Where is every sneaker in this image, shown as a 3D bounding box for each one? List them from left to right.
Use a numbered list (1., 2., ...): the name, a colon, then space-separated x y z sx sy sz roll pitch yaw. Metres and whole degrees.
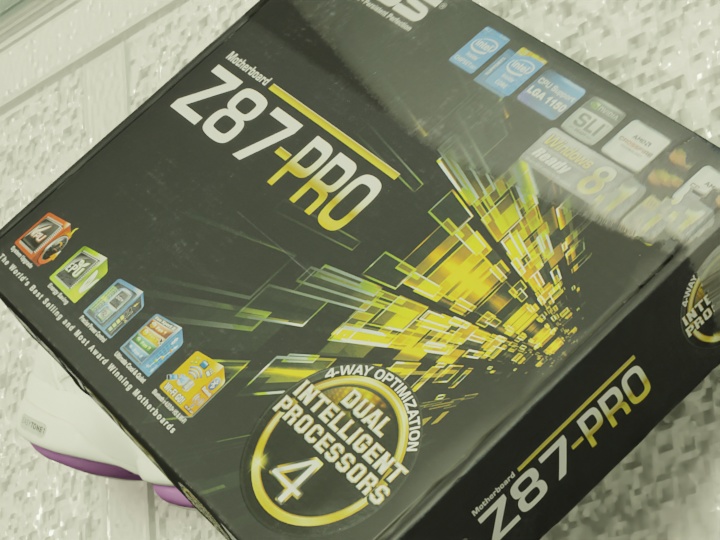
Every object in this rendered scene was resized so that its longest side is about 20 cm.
1. sneaker: -0.047 0.025 0.697 0.199 0.075 0.100 9 89 49

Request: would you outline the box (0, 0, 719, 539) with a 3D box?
1. box: 0.000 0.000 0.617 0.161 0.049 0.200 -41 43 -9
